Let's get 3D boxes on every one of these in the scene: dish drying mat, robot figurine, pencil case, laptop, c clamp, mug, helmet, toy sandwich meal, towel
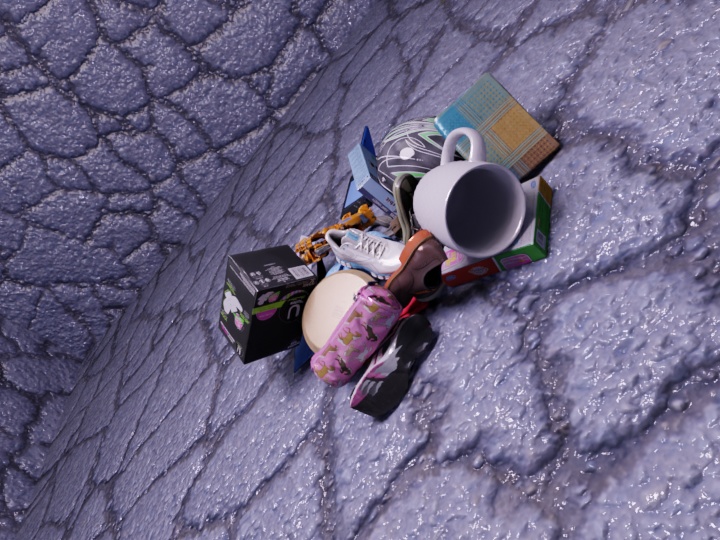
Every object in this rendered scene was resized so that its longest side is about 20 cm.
[{"bbox_3d":[0.055,0.088,1.080,0.200,0.018,0.077,-36,31,30],"label":"dish drying mat"},{"bbox_3d":[-0.063,-0.075,1.196,0.200,0.058,0.145,-34,8,-36],"label":"robot figurine"},{"bbox_3d":[-0.010,0.116,0.943,0.201,0.086,0.083,-57,-14,24],"label":"pencil case"},{"bbox_3d":[-0.123,0.090,1.242,0.115,0.201,0.188,-13,30,2],"label":"laptop"},{"bbox_3d":[0.015,-0.083,1.267,0.170,0.027,0.200,-29,22,-6],"label":"c clamp"},{"bbox_3d":[0.168,-0.137,0.906,0.175,0.147,0.202,-143,53,-67],"label":"mug"},{"bbox_3d":[0.136,-0.224,1.121,0.200,0.191,0.201,-34,30,24],"label":"helmet"},{"bbox_3d":[-0.026,0.097,1.066,0.204,0.070,0.207,-12,64,25],"label":"toy sandwich meal"},{"bbox_3d":[0.250,-0.255,1.008,0.146,0.200,0.022,-40,-13,2],"label":"towel"}]

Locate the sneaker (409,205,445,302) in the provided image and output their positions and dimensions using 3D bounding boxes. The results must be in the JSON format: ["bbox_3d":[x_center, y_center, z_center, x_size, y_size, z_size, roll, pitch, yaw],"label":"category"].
[{"bbox_3d":[0.119,-0.044,1.025,0.074,0.106,0.201,-9,48,31],"label":"sneaker"}]

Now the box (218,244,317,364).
[{"bbox_3d":[-0.199,0.070,1.137,0.124,0.148,0.201,45,132,34],"label":"box"}]

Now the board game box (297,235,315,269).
[{"bbox_3d":[-0.160,0.053,1.336,0.201,0.041,0.200,-87,13,-46],"label":"board game box"}]

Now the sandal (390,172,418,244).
[{"bbox_3d":[0.091,-0.107,1.085,0.057,0.202,0.080,18,44,36],"label":"sandal"}]

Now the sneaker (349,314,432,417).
[{"bbox_3d":[0.051,0.167,0.956,0.200,0.080,0.086,-51,13,-9],"label":"sneaker"}]

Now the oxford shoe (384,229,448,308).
[{"bbox_3d":[0.094,0.021,0.930,0.071,0.073,0.201,-32,-24,-29],"label":"oxford shoe"}]

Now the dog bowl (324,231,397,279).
[{"bbox_3d":[0.000,0.000,1.156,0.200,0.111,0.050,-48,41,9],"label":"dog bowl"}]

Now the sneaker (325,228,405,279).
[{"bbox_3d":[0.009,-0.040,1.027,0.199,0.087,0.075,10,65,39],"label":"sneaker"}]

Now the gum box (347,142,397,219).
[{"bbox_3d":[0.055,-0.192,1.241,0.045,0.170,0.201,-42,29,20],"label":"gum box"}]

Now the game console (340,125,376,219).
[{"bbox_3d":[-0.016,-0.267,1.495,0.170,0.118,0.201,-29,35,38],"label":"game console"}]

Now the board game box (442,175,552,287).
[{"bbox_3d":[0.236,-0.066,0.955,0.199,0.040,0.154,-22,41,45],"label":"board game box"}]
